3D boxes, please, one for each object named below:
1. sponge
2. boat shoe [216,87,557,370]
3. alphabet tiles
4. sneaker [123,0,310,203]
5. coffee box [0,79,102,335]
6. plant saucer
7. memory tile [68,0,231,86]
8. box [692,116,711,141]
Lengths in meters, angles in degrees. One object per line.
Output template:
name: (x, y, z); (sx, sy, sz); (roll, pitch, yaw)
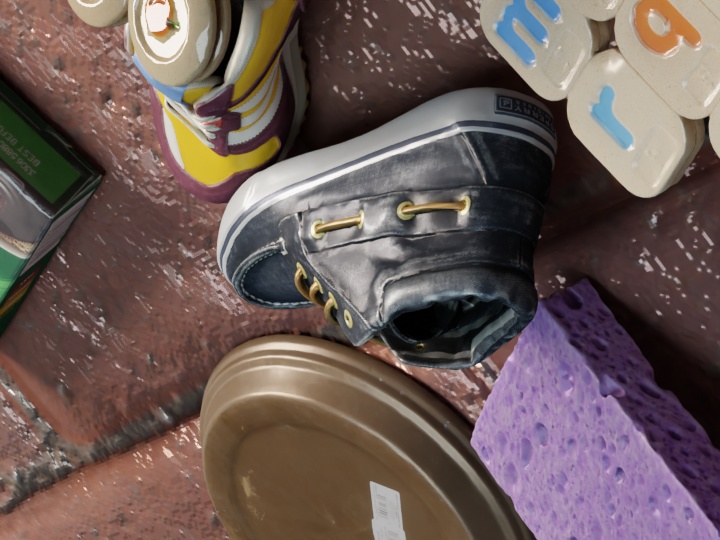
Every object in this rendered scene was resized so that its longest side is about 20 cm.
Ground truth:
sponge: (0.122, 0.112, 0.926); (0.200, 0.030, 0.112); (54, 147, 24)
boat shoe: (0.000, 0.000, 0.922); (0.071, 0.092, 0.200); (22, 151, -29)
alphabet tiles: (0.108, -0.121, 0.745); (0.196, 0.015, 0.201); (48, 138, 20)
sneaker: (-0.064, -0.086, 0.914); (0.075, 0.090, 0.201); (33, 141, 13)
coffee box: (-0.214, -0.029, 1.141); (0.123, 0.044, 0.200); (44, 142, 0)
plant saucer: (-0.002, 0.119, 1.105); (0.199, 0.029, 0.201); (24, 137, 24)
memory tile: (-0.078, -0.179, 0.814); (0.153, 0.017, 0.201); (40, 124, 37)
box: (0.223, -0.047, 0.729); (0.159, 0.048, 0.200); (48, 142, -3)
